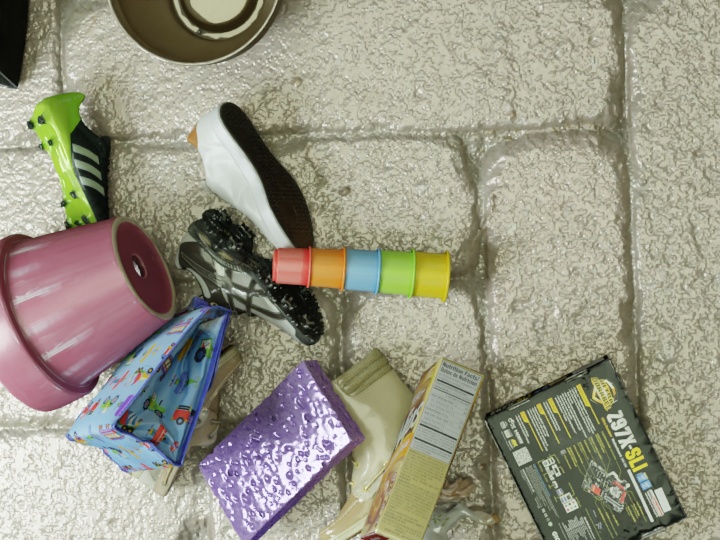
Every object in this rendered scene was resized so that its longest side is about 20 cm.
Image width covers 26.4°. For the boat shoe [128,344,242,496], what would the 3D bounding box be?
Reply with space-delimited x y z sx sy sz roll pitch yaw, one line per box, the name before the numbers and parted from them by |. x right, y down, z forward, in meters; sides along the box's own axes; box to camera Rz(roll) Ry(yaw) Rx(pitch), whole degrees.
boat shoe | -0.191 0.174 1.777 0.065 0.072 0.200 38 101 0

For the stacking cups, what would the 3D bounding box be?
stacking cups | 0.000 0.000 1.735 0.199 0.061 0.061 4 91 -3

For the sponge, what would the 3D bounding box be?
sponge | -0.092 0.207 1.739 0.200 0.030 0.112 -45 66 25

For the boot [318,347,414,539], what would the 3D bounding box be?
boot | -0.006 0.203 1.746 0.200 0.073 0.156 -43 87 0

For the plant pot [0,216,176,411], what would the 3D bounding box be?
plant pot | -0.314 0.034 1.714 0.178 0.200 0.201 -24 88 15

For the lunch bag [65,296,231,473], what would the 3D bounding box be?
lunch bag | -0.225 0.115 1.714 0.094 0.150 0.201 34 66 -22

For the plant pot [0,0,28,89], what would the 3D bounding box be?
plant pot | -0.485 -0.340 1.752 0.198 0.200 0.178 15 82 7

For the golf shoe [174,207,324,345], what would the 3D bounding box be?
golf shoe | -0.129 0.023 1.772 0.200 0.078 0.095 45 118 3

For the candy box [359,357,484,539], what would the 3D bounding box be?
candy box | 0.065 0.202 1.654 0.055 0.115 0.201 22 75 -3

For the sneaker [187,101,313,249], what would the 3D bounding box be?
sneaker | -0.128 -0.092 1.774 0.085 0.073 0.201 -30 92 35

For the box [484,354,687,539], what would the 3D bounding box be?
box | 0.252 0.220 1.728 0.159 0.049 0.201 -27 87 5

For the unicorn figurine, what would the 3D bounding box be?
unicorn figurine | 0.094 0.325 1.701 0.137 0.200 0.074 -2 130 -11

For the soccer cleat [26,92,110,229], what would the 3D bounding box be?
soccer cleat | -0.319 -0.111 1.790 0.067 0.081 0.201 -2 111 50

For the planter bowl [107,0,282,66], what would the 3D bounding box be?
planter bowl | -0.174 -0.324 1.732 0.199 0.135 0.201 0 90 8
